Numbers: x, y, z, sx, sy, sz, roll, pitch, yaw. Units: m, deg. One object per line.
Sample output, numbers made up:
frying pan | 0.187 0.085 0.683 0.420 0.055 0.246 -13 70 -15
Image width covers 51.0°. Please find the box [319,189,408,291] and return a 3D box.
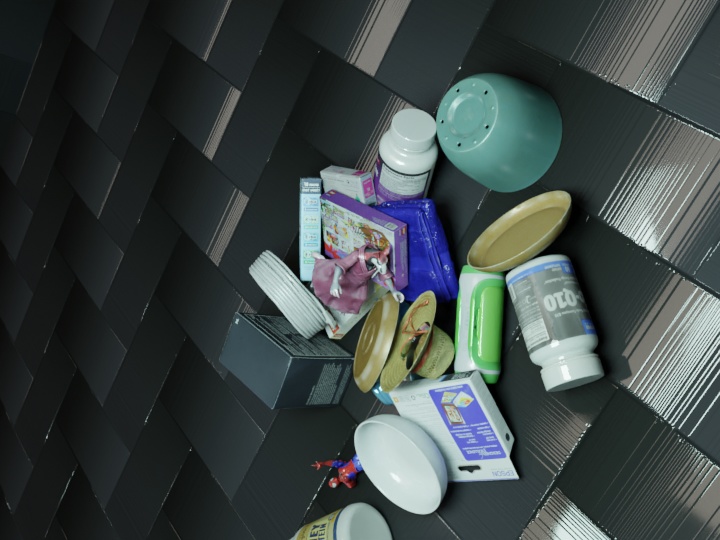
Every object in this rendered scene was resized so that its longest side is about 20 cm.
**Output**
box | 0.006 -0.058 1.437 0.199 0.039 0.138 29 137 36

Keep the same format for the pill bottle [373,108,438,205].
pill bottle | 0.084 -0.199 1.412 0.112 0.110 0.201 60 157 29

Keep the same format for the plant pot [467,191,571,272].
plant pot | 0.269 -0.060 1.259 0.199 0.201 0.028 -27 110 36

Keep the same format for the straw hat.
straw hat | 0.118 0.140 1.322 0.202 0.084 0.201 -58 12 20

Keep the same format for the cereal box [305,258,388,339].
cereal box | -0.022 0.027 1.580 0.200 0.039 0.145 -46 55 27

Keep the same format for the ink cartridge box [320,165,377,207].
ink cartridge box | -0.011 -0.103 1.494 0.119 0.042 0.202 17 126 46

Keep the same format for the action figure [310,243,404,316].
action figure | 0.000 0.000 1.399 0.200 0.133 0.150 -43 40 45

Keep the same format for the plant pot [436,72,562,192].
plant pot | 0.226 -0.252 1.322 0.199 0.160 0.203 -7 79 41

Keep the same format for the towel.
towel | 0.100 -0.032 1.412 0.146 0.049 0.202 -1 116 41

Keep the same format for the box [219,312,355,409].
box | -0.151 0.186 1.567 0.199 0.197 0.125 32 104 40

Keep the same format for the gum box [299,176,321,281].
gum box | -0.105 -0.091 1.564 0.170 0.044 0.203 -122 32 -81

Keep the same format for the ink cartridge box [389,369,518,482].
ink cartridge box | 0.169 0.281 1.338 0.197 0.043 0.202 -18 103 44

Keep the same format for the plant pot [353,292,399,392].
plant pot | 0.025 0.133 1.452 0.200 0.027 0.202 -161 90 -80

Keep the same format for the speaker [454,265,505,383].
speaker | 0.211 0.095 1.334 0.088 0.088 0.203 0 84 41

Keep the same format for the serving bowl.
serving bowl | 0.082 0.341 1.373 0.199 0.066 0.202 26 133 31

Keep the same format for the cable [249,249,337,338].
cable | -0.145 0.049 1.539 0.069 0.200 0.200 -43 21 -4

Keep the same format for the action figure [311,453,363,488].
action figure | -0.014 0.377 1.489 0.200 0.098 0.066 -47 56 29

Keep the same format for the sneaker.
sneaker | 0.057 0.166 1.466 0.130 0.079 0.203 -21 69 36

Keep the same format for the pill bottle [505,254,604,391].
pill bottle | 0.317 0.086 1.223 0.113 0.113 0.202 -29 66 35

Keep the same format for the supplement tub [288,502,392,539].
supplement tub | -0.048 0.549 1.459 0.199 0.144 0.146 -35 63 32
